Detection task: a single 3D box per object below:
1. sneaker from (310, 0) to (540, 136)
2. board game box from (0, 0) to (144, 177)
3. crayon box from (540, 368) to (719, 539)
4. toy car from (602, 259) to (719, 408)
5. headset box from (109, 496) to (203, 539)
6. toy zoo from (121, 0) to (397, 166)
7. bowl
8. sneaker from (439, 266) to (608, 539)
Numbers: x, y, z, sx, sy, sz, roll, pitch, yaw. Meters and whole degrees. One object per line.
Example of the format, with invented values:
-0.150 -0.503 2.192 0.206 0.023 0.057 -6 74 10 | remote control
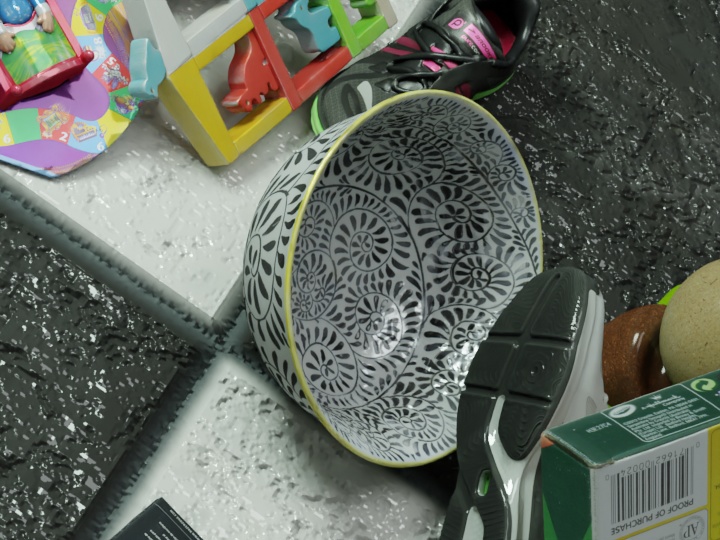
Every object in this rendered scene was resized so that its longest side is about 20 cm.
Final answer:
0.039 -0.119 1.639 0.077 0.084 0.200 41 46 3 | sneaker
-0.197 -0.145 1.506 0.200 0.039 0.158 19 70 -18 | board game box
0.160 0.160 1.451 0.127 0.200 0.051 -17 29 -26 | crayon box
0.219 0.055 1.537 0.158 0.200 0.164 44 46 5 | toy car
-0.108 0.235 1.273 0.174 0.093 0.200 44 46 4 | headset box
-0.066 -0.150 1.587 0.200 0.020 0.131 -43 118 -38 | toy zoo
0.000 0.000 1.495 0.201 0.094 0.201 -9 102 -45 | bowl
0.112 0.105 1.494 0.115 0.076 0.201 21 82 -36 | sneaker
